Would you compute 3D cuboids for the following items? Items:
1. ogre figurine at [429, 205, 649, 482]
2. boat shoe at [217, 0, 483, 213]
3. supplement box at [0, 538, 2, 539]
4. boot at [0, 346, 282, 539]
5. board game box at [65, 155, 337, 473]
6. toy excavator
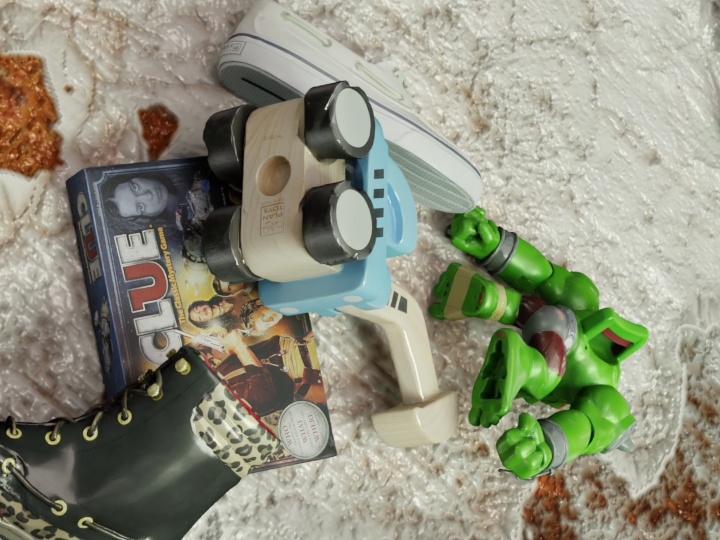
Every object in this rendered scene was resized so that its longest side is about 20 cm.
[{"bbox_3d":[0.123,0.054,1.183,0.120,0.098,0.200,16,27,-31],"label":"ogre figurine"},{"bbox_3d":[0.005,-0.113,1.170,0.200,0.073,0.067,31,67,-19],"label":"boat shoe"},{"bbox_3d":[-0.200,0.234,0.960,0.200,0.103,0.101,52,59,-12],"label":"supplement box"},{"bbox_3d":[-0.158,0.086,0.999,0.154,0.073,0.204,-44,108,0],"label":"boot"},{"bbox_3d":[-0.098,0.030,1.103,0.135,0.035,0.201,-9,83,-31],"label":"board game box"},{"bbox_3d":[0.000,0.000,1.105,0.200,0.100,0.195,24,61,-51],"label":"toy excavator"}]
